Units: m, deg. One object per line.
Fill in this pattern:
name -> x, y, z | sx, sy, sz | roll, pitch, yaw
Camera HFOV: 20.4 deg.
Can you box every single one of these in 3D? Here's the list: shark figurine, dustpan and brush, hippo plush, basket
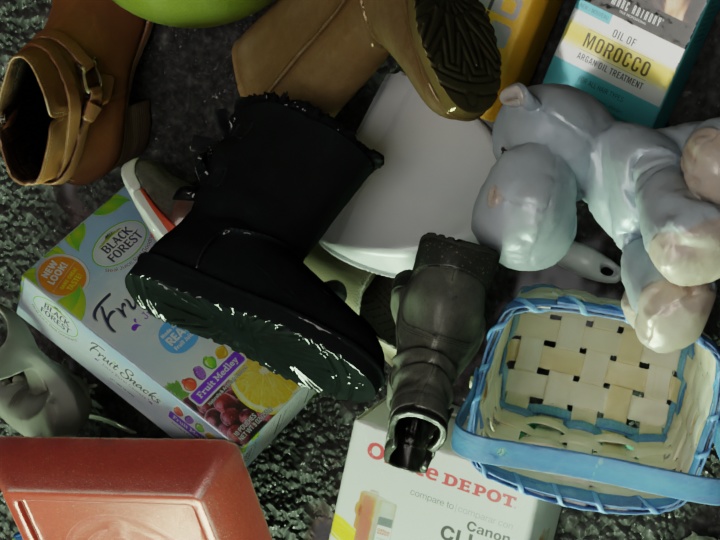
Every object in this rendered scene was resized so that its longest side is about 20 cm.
shark figurine -> -0.235, 0.109, 1.463 | 0.128, 0.215, 0.090 | 28, 72, 0
dustpan and brush -> 0.084, -0.038, 1.353 | 0.199, 0.057, 0.140 | 21, 74, 21
hippo plush -> 0.153, -0.062, 1.199 | 0.160, 0.159, 0.201 | 20, 74, 6
basket -> 0.153, 0.090, 1.278 | 0.175, 0.200, 0.140 | 12, 104, 5

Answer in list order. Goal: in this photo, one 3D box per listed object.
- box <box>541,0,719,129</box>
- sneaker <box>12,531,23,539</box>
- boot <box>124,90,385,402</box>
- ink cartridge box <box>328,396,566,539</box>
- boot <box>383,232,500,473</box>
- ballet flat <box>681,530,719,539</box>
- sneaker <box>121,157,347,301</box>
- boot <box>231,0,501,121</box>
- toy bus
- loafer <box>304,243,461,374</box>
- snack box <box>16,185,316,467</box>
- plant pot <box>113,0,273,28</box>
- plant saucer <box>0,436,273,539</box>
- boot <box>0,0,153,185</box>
box -> 0.177, -0.148, 1.310 | 0.082, 0.049, 0.201 | 27, 110, 15
sneaker -> -0.192, 0.204, 1.519 | 0.199, 0.076, 0.106 | -26, 90, 25
boot -> -0.039, -0.020, 1.279 | 0.197, 0.163, 0.074 | 22, 152, 23
ink cartridge box -> 0.053, 0.205, 1.415 | 0.144, 0.083, 0.201 | 17, 107, 18
boot -> 0.037, 0.065, 1.245 | 0.067, 0.200, 0.132 | 15, 74, 4
ballet flat -> 0.185, 0.262, 1.384 | 0.072, 0.072, 0.201 | 37, 113, 11
sneaker -> -0.083, -0.019, 1.365 | 0.082, 0.077, 0.200 | -41, 65, -10
boot -> 0.000, -0.133, 1.327 | 0.200, 0.066, 0.176 | -40, 56, 45
toy bus -> 0.100, -0.206, 1.320 | 0.078, 0.065, 0.201 | 27, 110, 15
loafer -> 0.000, 0.000, 1.391 | 0.200, 0.068, 0.076 | 39, 77, 3
snack box -> -0.122, 0.035, 1.418 | 0.200, 0.142, 0.053 | 37, 143, 12
plant pot -> -0.121, -0.264, 1.294 | 0.186, 0.200, 0.189 | 0, 89, 3
plant saucer -> -0.154, 0.205, 1.416 | 0.199, 0.037, 0.201 | -1, 126, 22
boot -> -0.211, -0.159, 1.407 | 0.076, 0.155, 0.202 | 4, 102, 21
